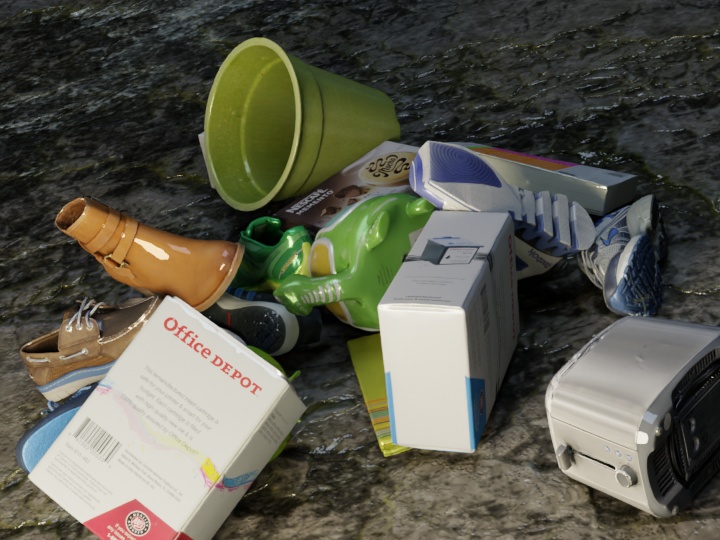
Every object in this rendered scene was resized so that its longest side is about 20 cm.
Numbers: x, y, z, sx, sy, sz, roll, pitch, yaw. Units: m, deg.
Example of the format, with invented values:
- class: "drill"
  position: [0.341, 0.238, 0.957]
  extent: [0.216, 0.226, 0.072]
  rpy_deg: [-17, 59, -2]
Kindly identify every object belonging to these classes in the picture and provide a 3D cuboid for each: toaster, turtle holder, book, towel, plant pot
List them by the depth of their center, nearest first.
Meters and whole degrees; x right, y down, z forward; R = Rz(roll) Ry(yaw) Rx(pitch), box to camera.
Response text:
- class: "toaster"
  position: [0.249, 0.112, 1.289]
  extent: [0.128, 0.115, 0.199]
  rpy_deg: [13, 40, 44]
- class: "towel"
  position: [0.043, 0.113, 1.483]
  extent: [0.085, 0.018, 0.201]
  rpy_deg: [-11, 28, -5]
- class: "turtle holder"
  position: [0.007, 0.005, 1.562]
  extent: [0.131, 0.141, 0.186]
  rpy_deg: [-3, 44, 45]
- class: "book"
  position: [0.197, -0.107, 1.694]
  extent: [0.198, 0.049, 0.133]
  rpy_deg: [13, 15, 23]
- class: "plant pot"
  position: [-0.058, -0.168, 1.831]
  extent: [0.188, 0.203, 0.199]
  rpy_deg: [2, 14, -39]

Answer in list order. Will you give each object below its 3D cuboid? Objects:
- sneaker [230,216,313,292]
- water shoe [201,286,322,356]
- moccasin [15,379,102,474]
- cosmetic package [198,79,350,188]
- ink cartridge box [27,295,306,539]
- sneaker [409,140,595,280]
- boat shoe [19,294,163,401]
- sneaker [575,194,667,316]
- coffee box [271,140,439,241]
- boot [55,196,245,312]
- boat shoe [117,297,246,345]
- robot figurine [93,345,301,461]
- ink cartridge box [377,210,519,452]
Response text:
- class: "sneaker"
  position: [-0.104, -0.018, 1.684]
  extent: [0.074, 0.085, 0.199]
  rpy_deg: [-22, 10, -36]
- class: "water shoe"
  position: [-0.123, 0.056, 1.627]
  extent: [0.078, 0.073, 0.199]
  rpy_deg: [-2, 12, -44]
- class: "moccasin"
  position: [-0.257, 0.150, 1.505]
  extent: [0.199, 0.082, 0.068]
  rpy_deg: [-22, 21, -37]
- class: "cosmetic package"
  position: [-0.103, -0.178, 1.987]
  extent: [0.107, 0.086, 0.200]
  rpy_deg: [15, 39, 37]
- class: "ink cartridge box"
  position: [-0.163, 0.148, 1.313]
  extent: [0.145, 0.083, 0.201]
  rpy_deg: [33, 79, 22]
- class: "sneaker"
  position: [0.127, -0.040, 1.535]
  extent: [0.197, 0.115, 0.081]
  rpy_deg: [24, 44, -17]
- class: "boat shoe"
  position: [-0.278, 0.071, 1.568]
  extent: [0.199, 0.073, 0.073]
  rpy_deg: [-30, 22, 28]
- class: "sneaker"
  position: [0.261, -0.005, 1.545]
  extent: [0.084, 0.078, 0.200]
  rpy_deg: [-13, 20, 23]
- class: "coffee box"
  position: [0.010, -0.064, 1.738]
  extent: [0.112, 0.081, 0.199]
  rpy_deg: [17, 40, 43]
- class: "boot"
  position: [-0.221, -0.025, 1.566]
  extent: [0.199, 0.154, 0.074]
  rpy_deg: [-14, 46, 51]
- class: "boat shoe"
  position: [-0.204, 0.080, 1.601]
  extent: [0.198, 0.069, 0.057]
  rpy_deg: [13, 39, 36]
- class: "robot figurine"
  position: [-0.151, 0.135, 1.425]
  extent: [0.197, 0.117, 0.176]
  rpy_deg: [-11, 35, 5]
- class: "ink cartridge box"
  position: [0.087, 0.051, 1.408]
  extent: [0.085, 0.148, 0.200]
  rpy_deg: [2, 27, 16]
